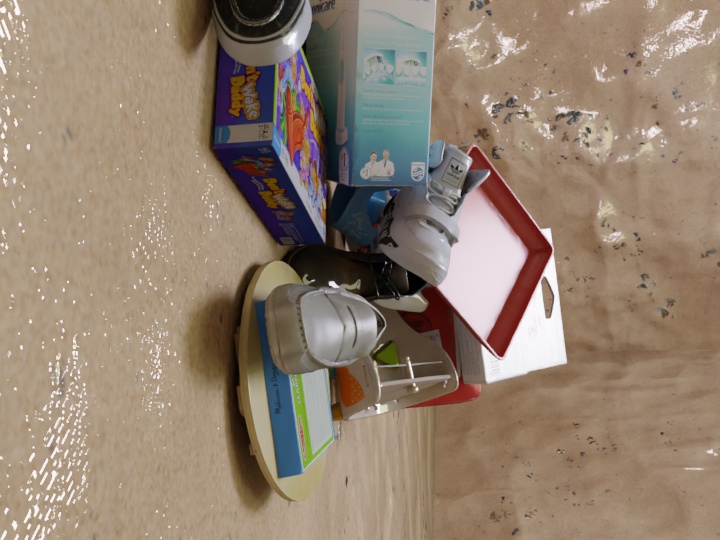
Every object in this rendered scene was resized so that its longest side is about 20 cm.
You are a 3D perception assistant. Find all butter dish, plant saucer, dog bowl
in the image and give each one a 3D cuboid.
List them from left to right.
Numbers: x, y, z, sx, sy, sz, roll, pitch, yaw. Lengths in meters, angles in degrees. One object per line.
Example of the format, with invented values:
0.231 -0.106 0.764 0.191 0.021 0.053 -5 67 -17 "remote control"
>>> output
0.017 -0.117 0.953 0.200 0.049 0.112 124 -23 -44 "dog bowl"
0.051 0.088 1.092 0.148 0.199 0.200 156 -69 -73 "butter dish"
0.148 -0.023 0.988 0.200 0.037 0.200 48 55 -24 "plant saucer"

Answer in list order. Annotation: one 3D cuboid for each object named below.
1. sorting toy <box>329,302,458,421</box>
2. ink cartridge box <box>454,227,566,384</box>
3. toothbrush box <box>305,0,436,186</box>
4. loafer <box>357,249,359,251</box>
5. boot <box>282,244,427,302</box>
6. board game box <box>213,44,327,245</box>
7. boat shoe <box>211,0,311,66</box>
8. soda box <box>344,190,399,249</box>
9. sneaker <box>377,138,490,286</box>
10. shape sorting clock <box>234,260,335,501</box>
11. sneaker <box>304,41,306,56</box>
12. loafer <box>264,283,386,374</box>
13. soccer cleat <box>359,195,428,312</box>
0.007 0.079 0.941 0.200 0.107 0.181 7 61 -58 "sorting toy"
0.202 0.044 1.076 0.176 0.045 0.201 -5 87 -40 "ink cartridge box"
0.004 -0.190 0.790 0.146 0.085 0.201 -156 -116 -65 "toothbrush box"
0.022 -0.028 1.206 0.068 0.070 0.201 80 -7 -48 "loafer"
0.000 0.000 0.809 0.200 0.097 0.075 -1 80 -66 "boot"
-0.068 -0.118 0.662 0.200 0.045 0.135 65 24 -70 "board game box"
-0.073 -0.235 0.560 0.068 0.073 0.200 80 10 -58 "boat shoe"
0.075 -0.080 1.110 0.068 0.199 0.064 74 15 -55 "soda box"
0.076 -0.067 0.801 0.115 0.075 0.200 -56 -167 17 "sneaker"
-0.062 0.092 0.665 0.200 0.039 0.201 -8 90 -80 "shape sorting clock"
-0.014 -0.200 0.941 0.200 0.082 0.078 73 15 -64 "sneaker"
-0.023 0.041 0.608 0.200 0.070 0.070 3 79 -80 "loafer"
0.043 -0.020 0.995 0.069 0.077 0.200 -53 -157 33 "soccer cleat"
